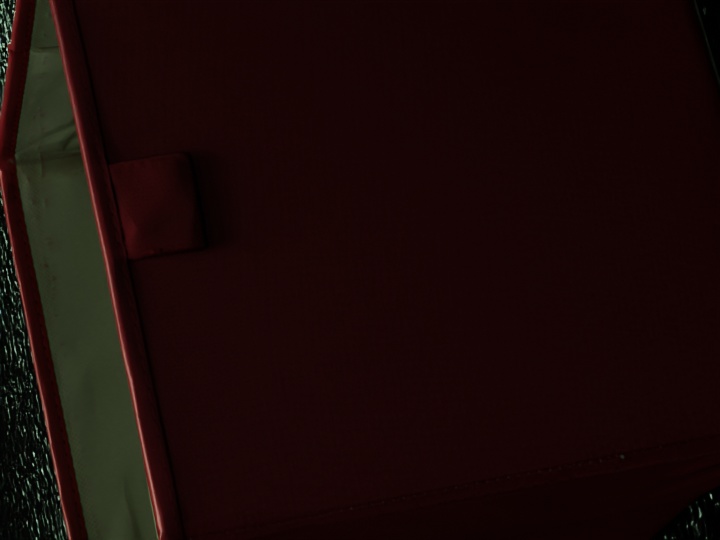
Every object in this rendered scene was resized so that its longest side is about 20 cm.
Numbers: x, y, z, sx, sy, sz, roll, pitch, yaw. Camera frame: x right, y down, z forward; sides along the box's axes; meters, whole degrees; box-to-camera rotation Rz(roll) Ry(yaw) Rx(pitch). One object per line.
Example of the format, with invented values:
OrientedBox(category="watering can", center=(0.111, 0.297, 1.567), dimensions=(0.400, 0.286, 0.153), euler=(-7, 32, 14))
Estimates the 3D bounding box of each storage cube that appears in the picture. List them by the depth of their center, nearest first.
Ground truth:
OrientedBox(category="storage cube", center=(0.000, 0.000, 0.645), dimensions=(0.171, 0.178, 0.202), euler=(120, 139, -66))
